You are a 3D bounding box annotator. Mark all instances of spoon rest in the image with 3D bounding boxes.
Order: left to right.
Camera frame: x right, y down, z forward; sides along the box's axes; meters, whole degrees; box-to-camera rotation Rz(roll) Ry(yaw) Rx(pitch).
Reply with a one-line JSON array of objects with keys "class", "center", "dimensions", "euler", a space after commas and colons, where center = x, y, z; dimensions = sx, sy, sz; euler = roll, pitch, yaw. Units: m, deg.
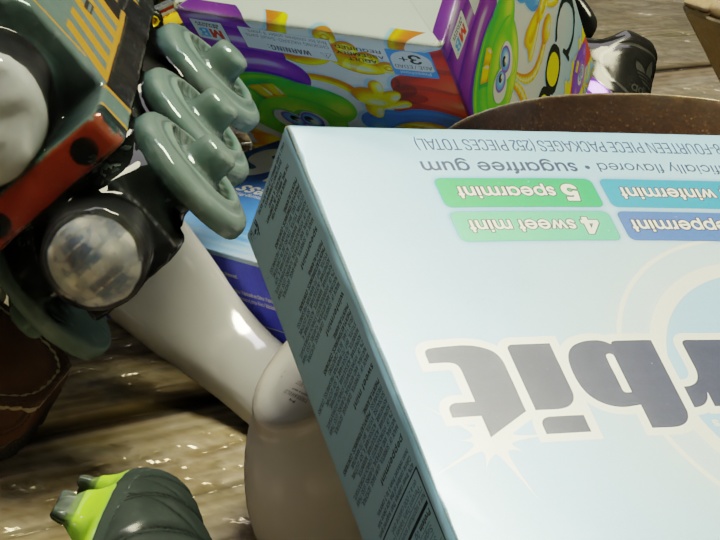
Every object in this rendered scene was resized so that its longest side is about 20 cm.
[{"class": "spoon rest", "center": [-0.013, 0.034, 0.779], "dimensions": [0.061, 0.099, 0.200], "euler": [49, -11, -28]}]

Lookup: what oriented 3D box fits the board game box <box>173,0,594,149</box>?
[{"class": "board game box", "center": [0.016, -0.088, 0.997], "dimensions": [0.105, 0.103, 0.200], "euler": [10, -21, 18]}]

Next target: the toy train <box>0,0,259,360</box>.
[{"class": "toy train", "center": [-0.094, -0.051, 0.808], "dimensions": [0.114, 0.085, 0.200], "euler": [46, 13, -15]}]

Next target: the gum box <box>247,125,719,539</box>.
[{"class": "gum box", "center": [0.080, 0.045, 0.665], "dimensions": [0.169, 0.045, 0.200], "euler": [0, 45, -23]}]

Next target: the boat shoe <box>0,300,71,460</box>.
[{"class": "boat shoe", "center": [-0.179, -0.012, 0.785], "dimensions": [0.200, 0.074, 0.076], "euler": [28, 32, 2]}]

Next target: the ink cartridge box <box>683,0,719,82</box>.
[{"class": "ink cartridge box", "center": [0.233, -0.039, 0.970], "dimensions": [0.075, 0.165, 0.200], "euler": [-39, 33, -14]}]

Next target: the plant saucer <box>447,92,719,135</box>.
[{"class": "plant saucer", "center": [0.120, -0.009, 0.931], "dimensions": [0.200, 0.037, 0.200], "euler": [10, -18, 3]}]

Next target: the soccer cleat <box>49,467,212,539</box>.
[{"class": "soccer cleat", "center": [-0.041, 0.101, 0.556], "dimensions": [0.081, 0.068, 0.200], "euler": [23, 14, -8]}]

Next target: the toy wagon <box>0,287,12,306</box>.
[{"class": "toy wagon", "center": [-0.188, -0.006, 0.915], "dimensions": [0.155, 0.040, 0.200], "euler": [2, 15, -16]}]

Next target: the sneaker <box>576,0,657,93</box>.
[{"class": "sneaker", "center": [0.062, -0.103, 1.236], "dimensions": [0.200, 0.100, 0.070], "euler": [25, -8, 39]}]

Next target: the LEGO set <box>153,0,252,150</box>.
[{"class": "LEGO set", "center": [-0.087, -0.086, 1.196], "dimensions": [0.153, 0.116, 0.200], "euler": [-28, 20, -11]}]

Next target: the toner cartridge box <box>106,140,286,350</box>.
[{"class": "toner cartridge box", "center": [0.000, 0.000, 0.890], "dimensions": [0.095, 0.043, 0.200], "euler": [-24, 24, -34]}]
